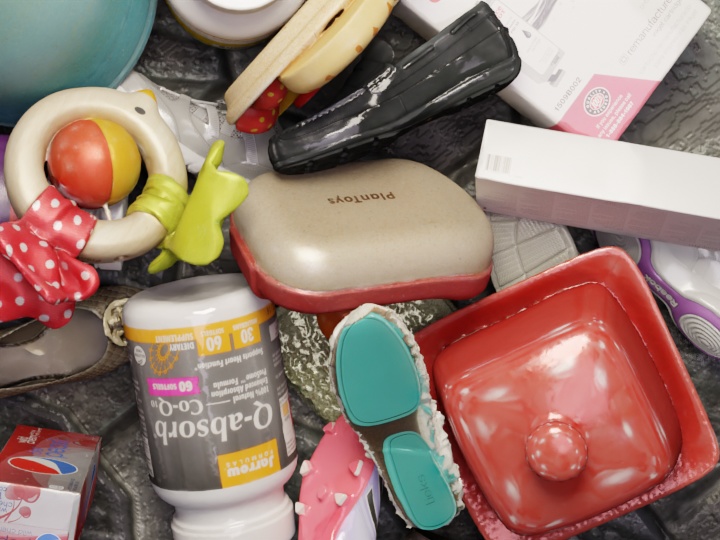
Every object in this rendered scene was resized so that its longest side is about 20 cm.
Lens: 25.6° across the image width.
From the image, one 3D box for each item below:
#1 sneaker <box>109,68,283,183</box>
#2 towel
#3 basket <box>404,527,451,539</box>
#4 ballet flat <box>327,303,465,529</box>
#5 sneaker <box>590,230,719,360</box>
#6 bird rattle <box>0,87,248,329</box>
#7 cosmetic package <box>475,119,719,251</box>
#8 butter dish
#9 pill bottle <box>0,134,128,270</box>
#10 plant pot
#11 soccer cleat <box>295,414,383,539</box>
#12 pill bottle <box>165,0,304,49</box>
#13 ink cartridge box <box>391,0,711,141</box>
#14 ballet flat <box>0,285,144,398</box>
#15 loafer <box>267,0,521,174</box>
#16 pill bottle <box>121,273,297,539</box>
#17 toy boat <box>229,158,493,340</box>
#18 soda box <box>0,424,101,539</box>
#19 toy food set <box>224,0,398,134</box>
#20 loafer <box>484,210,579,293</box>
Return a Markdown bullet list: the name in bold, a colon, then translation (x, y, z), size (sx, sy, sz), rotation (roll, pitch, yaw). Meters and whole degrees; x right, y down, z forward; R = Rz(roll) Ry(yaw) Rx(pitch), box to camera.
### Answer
- **sneaker**: translation (-0.103, -0.103, 1.215), size (0.200, 0.075, 0.082), rotation (32, 85, -19)
- **towel**: translation (0.025, 0.076, 1.253), size (0.148, 0.036, 0.200), rotation (-41, 97, 0)
- **basket**: translation (0.052, 0.314, 1.227), size (0.180, 0.136, 0.201), rotation (24, 87, 16)
- **ballet flat**: translation (0.024, 0.101, 1.158), size (0.071, 0.072, 0.201), rotation (-20, 118, -4)
- **sneaker**: translation (0.256, -0.024, 1.262), size (0.100, 0.075, 0.200), rotation (-43, 94, -26)
- **bird rattle**: translation (-0.186, -0.048, 1.107), size (0.199, 0.113, 0.164), rotation (-15, 73, -18)
- **cosmetic package**: translation (0.187, -0.062, 1.172), size (0.199, 0.083, 0.051), rotation (10, 74, 6)
- **butter dish**: translation (0.145, 0.113, 1.162), size (0.199, 0.148, 0.200), rotation (-25, 96, 12)
- **pill bottle**: translation (-0.274, -0.045, 1.174), size (0.199, 0.112, 0.113), rotation (4, 94, -6)
- **plant pot**: translation (-0.265, -0.212, 1.094), size (0.199, 0.188, 0.201), rotation (-1, 86, 13)
- **soccer cleat**: translation (-0.011, 0.201, 1.202), size (0.076, 0.066, 0.201), rotation (38, 58, -43)
- **pill bottle**: translation (-0.090, -0.219, 1.135), size (0.110, 0.200, 0.112), rotation (0, 94, -6)
- **ink cartridge box**: translation (0.142, -0.201, 1.219), size (0.200, 0.083, 0.147), rotation (36, 91, -7)
- **ballet flat**: translation (-0.249, 0.062, 1.218), size (0.199, 0.046, 0.068), rotation (-16, 97, -4)
- **loafer**: translation (0.019, -0.130, 1.144), size (0.200, 0.068, 0.071), rotation (-26, 86, -9)
- **pill bottle**: translation (-0.109, 0.110, 1.199), size (0.116, 0.116, 0.201), rotation (-10, 101, -5)
- **toy boat**: translation (0.000, 0.000, 1.177), size (0.199, 0.131, 0.131), rotation (-7, 130, -23)
- **soda box**: translation (-0.233, 0.164, 1.151), size (0.070, 0.200, 0.064), rotation (9, 94, -6)
- **toy food set**: translation (-0.020, -0.172, 1.119), size (0.049, 0.200, 0.198), rotation (42, 51, -7)
- **loafer**: translation (0.155, 0.024, 1.256), size (0.072, 0.063, 0.201), rotation (-25, 93, 16)
